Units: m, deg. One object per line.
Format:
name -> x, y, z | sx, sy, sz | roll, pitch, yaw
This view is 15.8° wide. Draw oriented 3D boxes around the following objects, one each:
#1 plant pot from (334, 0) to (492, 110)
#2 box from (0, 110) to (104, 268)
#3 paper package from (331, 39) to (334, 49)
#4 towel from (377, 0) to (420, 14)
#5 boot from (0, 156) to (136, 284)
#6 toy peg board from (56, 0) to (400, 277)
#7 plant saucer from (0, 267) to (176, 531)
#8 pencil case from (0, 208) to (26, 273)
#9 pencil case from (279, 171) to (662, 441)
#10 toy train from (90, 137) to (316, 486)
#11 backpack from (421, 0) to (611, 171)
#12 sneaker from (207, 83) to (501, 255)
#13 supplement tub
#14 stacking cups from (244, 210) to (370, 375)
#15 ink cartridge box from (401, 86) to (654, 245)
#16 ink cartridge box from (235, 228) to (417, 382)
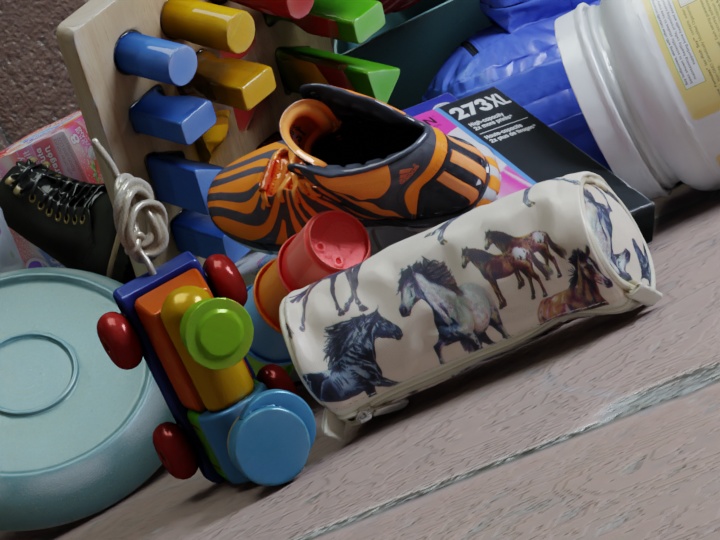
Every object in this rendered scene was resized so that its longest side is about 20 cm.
plant pot -> 0.093, -0.160, 1.860 | 0.141, 0.200, 0.142 | -25, 39, 21
box -> -0.182, -0.011, 1.868 | 0.094, 0.201, 0.103 | -21, 11, 28
paper package -> -0.032, -0.084, 1.844 | 0.103, 0.201, 0.191 | -23, 10, 29
towel -> 0.009, -0.217, 1.671 | 0.200, 0.144, 0.023 | -14, 56, 55
boot -> -0.187, -0.044, 1.721 | 0.077, 0.138, 0.200 | -44, -13, -31
toy peg board -> -0.063, -0.108, 1.605 | 0.098, 0.201, 0.199 | 15, 45, 38
plant saucer -> -0.202, 0.069, 1.585 | 0.199, 0.027, 0.201 | -3, 49, 3
pencil case -> -0.244, 0.050, 1.693 | 0.091, 0.201, 0.083 | -28, -11, 36
pencil case -> 0.058, 0.017, 1.379 | 0.199, 0.090, 0.078 | -24, -19, 20
toy train -> -0.092, 0.023, 1.397 | 0.084, 0.201, 0.116 | -29, 13, -14
backpack -> 0.137, -0.126, 1.694 | 0.199, 0.168, 0.163 | -27, 3, 1
sneaker -> -0.027, -0.064, 1.475 | 0.199, 0.078, 0.112 | -7, -24, 36
supplement tub -> 0.229, -0.135, 1.526 | 0.199, 0.146, 0.145 | -24, 9, 15
stacking cups -> -0.043, 0.020, 1.513 | 0.060, 0.061, 0.200 | -32, -10, -34
ink cartridge box -> 0.074, -0.058, 1.529 | 0.094, 0.037, 0.200 | -22, 39, -28
ink cartridge box -> 0.000, 0.000, 1.632 | 0.200, 0.085, 0.144 | -19, 12, 48
